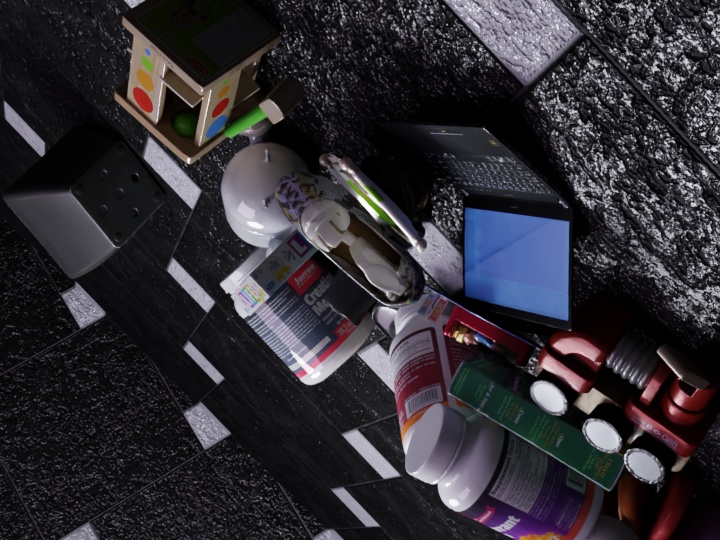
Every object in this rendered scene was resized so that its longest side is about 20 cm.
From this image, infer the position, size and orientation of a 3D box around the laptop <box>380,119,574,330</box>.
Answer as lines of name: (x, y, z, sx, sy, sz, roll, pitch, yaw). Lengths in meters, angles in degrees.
laptop: (0.110, -0.048, 1.200, 0.200, 0.104, 0.177, 37, 167, -30)

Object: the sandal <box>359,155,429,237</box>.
sandal: (0.049, -0.084, 1.356, 0.082, 0.055, 0.200, 45, 177, 21)

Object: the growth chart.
growth chart: (0.016, -0.071, 1.306, 0.145, 0.018, 0.200, 46, 178, -13)

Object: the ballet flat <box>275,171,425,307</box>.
ballet flat: (-0.009, -0.031, 1.325, 0.200, 0.072, 0.072, 40, 162, -9)

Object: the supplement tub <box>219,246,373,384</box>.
supplement tub: (-0.091, 0.050, 1.782, 0.200, 0.140, 0.140, 47, 161, -6)

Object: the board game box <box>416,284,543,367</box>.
board game box: (0.139, 0.073, 1.371, 0.157, 0.039, 0.200, 27, -177, -29)

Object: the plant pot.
plant pot: (-0.459, -0.124, 2.155, 0.177, 0.200, 0.201, -2, 131, 51)

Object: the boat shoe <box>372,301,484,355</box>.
boat shoe: (0.090, 0.103, 1.592, 0.200, 0.067, 0.072, 38, 129, 18)

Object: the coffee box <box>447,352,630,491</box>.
coffee box: (0.201, 0.157, 1.330, 0.199, 0.044, 0.123, 30, -168, 19)

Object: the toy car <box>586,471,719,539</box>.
toy car: (0.337, 0.295, 1.397, 0.150, 0.175, 0.200, -33, 103, 34)

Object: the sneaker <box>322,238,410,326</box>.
sneaker: (0.000, 0.000, 1.469, 0.075, 0.107, 0.200, 38, -177, -1)

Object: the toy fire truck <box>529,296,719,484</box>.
toy fire truck: (0.264, 0.094, 1.185, 0.175, 0.129, 0.201, 36, 141, 16)

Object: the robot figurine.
robot figurine: (-0.117, -0.095, 1.558, 0.200, 0.112, 0.171, 115, 143, -81)

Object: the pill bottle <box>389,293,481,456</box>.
pill bottle: (0.094, 0.130, 1.475, 0.113, 0.112, 0.201, 65, -167, -45)

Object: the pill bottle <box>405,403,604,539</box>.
pill bottle: (0.153, 0.222, 1.342, 0.199, 0.112, 0.111, 27, 165, -13)

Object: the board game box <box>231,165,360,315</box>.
board game box: (-0.061, -0.037, 1.446, 0.034, 0.200, 0.134, 45, 161, -2)

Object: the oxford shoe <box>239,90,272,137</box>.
oxford shoe: (-0.189, -0.222, 1.537, 0.199, 0.075, 0.058, 23, 159, 33)

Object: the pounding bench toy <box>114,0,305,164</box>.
pounding bench toy: (-0.160, -0.200, 1.388, 0.200, 0.124, 0.156, 42, 147, 12)
